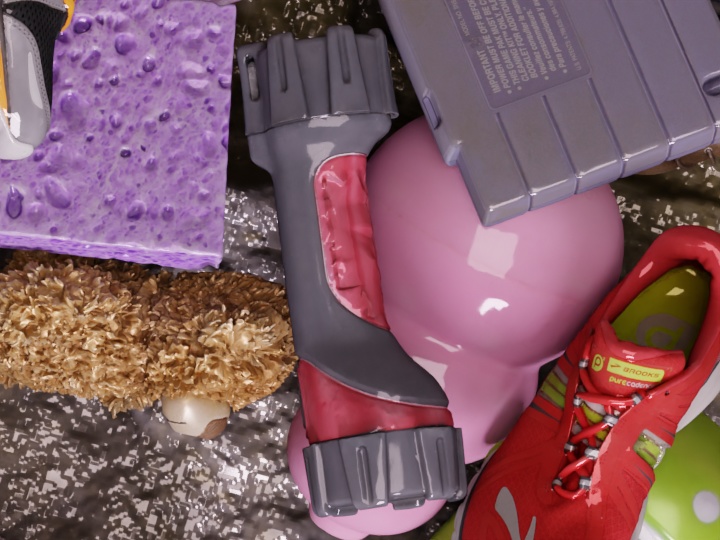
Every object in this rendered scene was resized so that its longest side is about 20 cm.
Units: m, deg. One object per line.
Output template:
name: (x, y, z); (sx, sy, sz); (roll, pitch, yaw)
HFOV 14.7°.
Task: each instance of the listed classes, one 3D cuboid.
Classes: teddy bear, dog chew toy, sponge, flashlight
teddy bear: (-0.126, 0.030, 1.203); (0.200, 0.145, 0.067); (15, 67, -7)
dog chew toy: (0.033, 0.029, 1.237); (0.124, 0.125, 0.200); (25, 103, -9)
sponge: (-0.152, -0.066, 1.151); (0.200, 0.030, 0.112); (6, 76, -8)
flashlight: (0.000, 0.000, 1.154); (0.068, 0.068, 0.200); (0, 81, -41)

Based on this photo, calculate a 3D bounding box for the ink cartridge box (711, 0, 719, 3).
ink cartridge box: (0.106, -0.184, 1.249); (0.200, 0.044, 0.094); (14, 94, -8)

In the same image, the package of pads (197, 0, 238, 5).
package of pads: (-0.141, -0.158, 1.209); (0.200, 0.076, 0.121); (-14, 102, -5)

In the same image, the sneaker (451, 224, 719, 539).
sneaker: (0.098, 0.059, 1.153); (0.077, 0.085, 0.200); (24, 61, 12)

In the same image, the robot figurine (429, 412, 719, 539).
robot figurine: (0.098, 0.135, 1.251); (0.200, 0.116, 0.175); (-45, 136, 7)

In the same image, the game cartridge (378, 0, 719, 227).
game cartridge: (0.071, -0.129, 1.181); (0.130, 0.038, 0.200); (-21, 76, -1)

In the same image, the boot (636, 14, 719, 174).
boot: (0.161, -0.076, 1.267); (0.200, 0.074, 0.075); (17, 111, -2)

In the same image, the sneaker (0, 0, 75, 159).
sneaker: (-0.134, -0.143, 1.122); (0.077, 0.078, 0.200); (1, 79, -23)

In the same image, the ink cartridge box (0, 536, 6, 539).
ink cartridge box: (-0.165, 0.173, 1.216); (0.200, 0.145, 0.084); (30, 94, -10)
